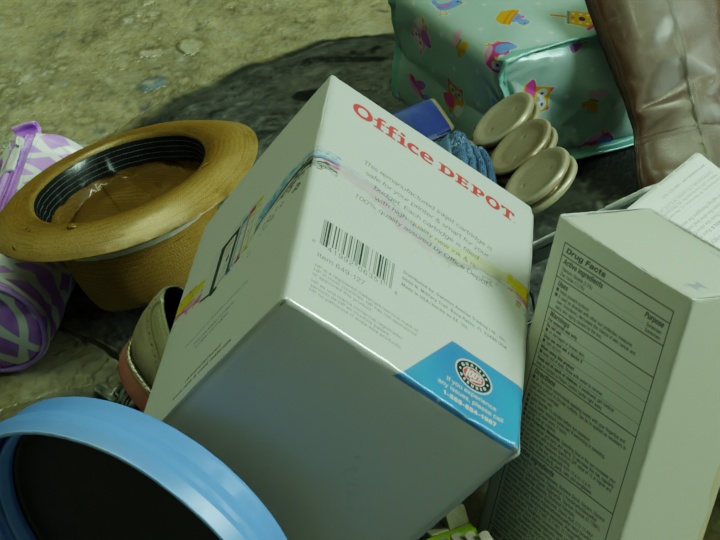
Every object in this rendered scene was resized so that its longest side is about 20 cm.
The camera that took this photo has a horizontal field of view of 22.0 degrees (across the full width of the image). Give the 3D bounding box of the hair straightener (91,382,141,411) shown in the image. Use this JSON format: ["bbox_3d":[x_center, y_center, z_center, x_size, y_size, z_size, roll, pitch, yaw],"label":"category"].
[{"bbox_3d":[-0.144,0.097,1.127,0.041,0.077,0.200,42,54,20],"label":"hair straightener"}]

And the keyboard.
[{"bbox_3d":[0.119,-0.019,1.130,0.056,0.011,0.200,-11,-12,-43],"label":"keyboard"}]

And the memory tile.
[{"bbox_3d":[0.050,-0.028,1.204,0.200,0.017,0.153,-40,25,9],"label":"memory tile"}]

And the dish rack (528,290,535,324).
[{"bbox_3d":[0.162,0.040,1.141,0.199,0.055,0.153,-24,40,-18],"label":"dish rack"}]

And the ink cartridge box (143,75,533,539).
[{"bbox_3d":[-0.009,0.031,0.988,0.147,0.145,0.200,33,35,-16],"label":"ink cartridge box"}]

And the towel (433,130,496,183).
[{"bbox_3d":[0.000,0.000,1.158,0.200,0.049,0.112,-34,26,19],"label":"towel"}]

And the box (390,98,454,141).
[{"bbox_3d":[-0.011,-0.062,1.219,0.121,0.032,0.200,-35,1,17],"label":"box"}]

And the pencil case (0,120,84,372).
[{"bbox_3d":[-0.235,-0.019,1.290,0.084,0.086,0.200,-11,37,13],"label":"pencil case"}]

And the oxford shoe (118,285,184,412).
[{"bbox_3d":[-0.060,0.090,1.066,0.200,0.075,0.070,39,47,13],"label":"oxford shoe"}]

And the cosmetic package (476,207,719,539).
[{"bbox_3d":[0.135,0.079,0.966,0.073,0.201,0.103,-5,29,-38],"label":"cosmetic package"}]

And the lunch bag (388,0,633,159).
[{"bbox_3d":[0.144,-0.166,1.362,0.199,0.122,0.170,-18,35,-21],"label":"lunch bag"}]

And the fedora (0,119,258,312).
[{"bbox_3d":[-0.146,-0.029,1.215,0.200,0.082,0.201,-16,23,7],"label":"fedora"}]

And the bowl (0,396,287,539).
[{"bbox_3d":[-0.117,0.147,0.945,0.200,0.201,0.039,11,41,26],"label":"bowl"}]

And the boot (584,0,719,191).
[{"bbox_3d":[0.257,-0.129,1.242,0.185,0.064,0.201,-7,68,-10],"label":"boot"}]

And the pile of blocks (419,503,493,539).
[{"bbox_3d":[0.053,0.190,0.947,0.062,0.082,0.200,-20,38,-12],"label":"pile of blocks"}]

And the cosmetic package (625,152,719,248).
[{"bbox_3d":[0.224,0.045,1.023,0.200,0.108,0.085,41,56,19],"label":"cosmetic package"}]
